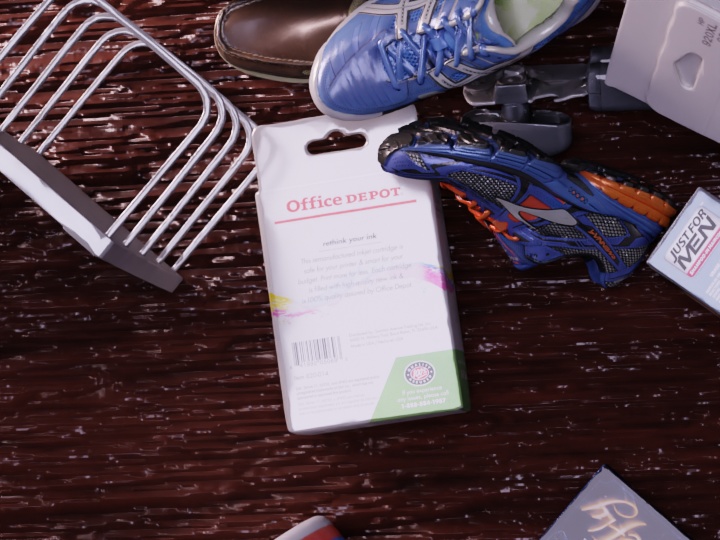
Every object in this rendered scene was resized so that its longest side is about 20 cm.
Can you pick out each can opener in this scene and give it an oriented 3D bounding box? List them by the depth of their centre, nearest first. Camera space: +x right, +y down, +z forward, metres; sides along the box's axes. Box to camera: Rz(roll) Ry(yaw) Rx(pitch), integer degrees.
[{"bbox_3d":[0.164,-0.108,1.740,0.200,0.053,0.067,-1,117,9],"label":"can opener"}]

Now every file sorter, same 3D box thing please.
[{"bbox_3d":[-0.154,-0.086,1.710,0.139,0.200,0.125,40,91,11],"label":"file sorter"}]

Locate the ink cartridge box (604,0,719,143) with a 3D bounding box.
[{"bbox_3d":[0.262,-0.187,1.639,0.145,0.147,0.200,28,69,10],"label":"ink cartridge box"}]

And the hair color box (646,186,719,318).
[{"bbox_3d":[0.278,0.032,1.674,0.200,0.099,0.061,36,93,11],"label":"hair color box"}]

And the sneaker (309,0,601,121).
[{"bbox_3d":[0.057,-0.153,1.673,0.200,0.077,0.076,-27,96,6],"label":"sneaker"}]

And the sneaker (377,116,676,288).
[{"bbox_3d":[0.102,-0.040,1.696,0.200,0.075,0.078,18,99,-16],"label":"sneaker"}]

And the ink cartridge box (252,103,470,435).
[{"bbox_3d":[0.000,0.000,1.741,0.117,0.067,0.200,-8,85,8],"label":"ink cartridge box"}]

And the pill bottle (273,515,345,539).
[{"bbox_3d":[-0.008,0.264,1.699,0.112,0.112,0.200,-38,81,5],"label":"pill bottle"}]

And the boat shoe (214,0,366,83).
[{"bbox_3d":[-0.001,-0.166,1.751,0.202,0.075,0.075,-5,84,10],"label":"boat shoe"}]

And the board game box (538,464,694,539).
[{"bbox_3d":[0.187,0.239,1.705,0.200,0.035,0.136,41,93,11],"label":"board game box"}]
